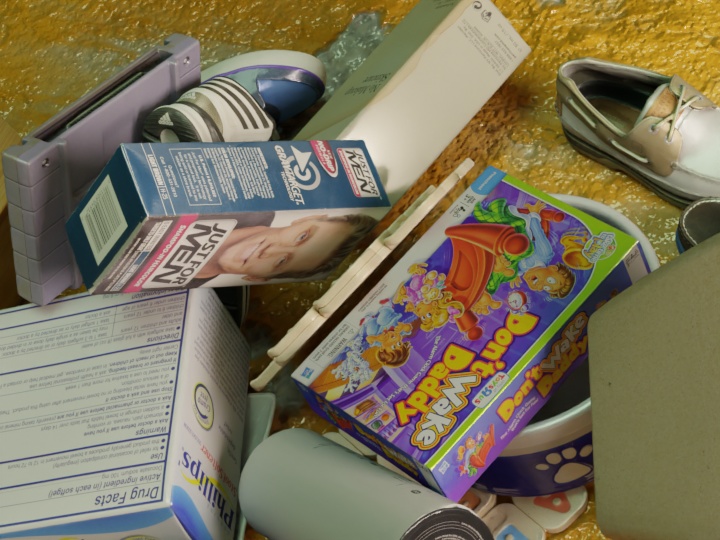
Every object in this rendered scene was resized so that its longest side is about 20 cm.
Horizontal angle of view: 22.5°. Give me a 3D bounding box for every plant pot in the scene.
[{"bbox_3d":[0.243,0.085,1.051,0.177,0.200,0.200,-14,69,40],"label":"plant pot"}]

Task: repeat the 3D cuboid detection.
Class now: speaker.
[{"bbox_3d":[0.000,0.159,1.140,0.081,0.081,0.200,-47,29,-14],"label":"speaker"}]

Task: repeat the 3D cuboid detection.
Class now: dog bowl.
[{"bbox_3d":[0.114,0.049,1.217,0.200,0.079,0.200,-13,48,15],"label":"dog bowl"}]

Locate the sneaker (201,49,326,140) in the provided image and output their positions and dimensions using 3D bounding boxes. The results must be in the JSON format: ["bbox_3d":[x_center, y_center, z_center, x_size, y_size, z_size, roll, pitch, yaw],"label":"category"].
[{"bbox_3d":[-0.117,-0.087,1.467,0.200,0.081,0.147,-13,60,9],"label":"sneaker"}]

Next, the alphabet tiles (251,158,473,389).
[{"bbox_3d":[0.000,0.000,1.267,0.196,0.015,0.200,-47,-1,25],"label":"alphabet tiles"}]

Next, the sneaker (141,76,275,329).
[{"bbox_3d":[-0.095,-0.052,1.367,0.076,0.201,0.115,13,35,30],"label":"sneaker"}]

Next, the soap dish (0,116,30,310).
[{"bbox_3d":[-0.311,-0.005,1.443,0.081,0.157,0.200,19,63,17],"label":"soap dish"}]

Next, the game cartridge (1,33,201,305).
[{"bbox_3d":[-0.180,-0.074,1.318,0.038,0.130,0.200,17,40,27],"label":"game cartridge"}]

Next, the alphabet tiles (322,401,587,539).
[{"bbox_3d":[0.051,0.141,1.236,0.200,0.015,0.196,-42,48,-11],"label":"alphabet tiles"}]

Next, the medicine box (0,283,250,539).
[{"bbox_3d":[-0.184,0.119,1.270,0.182,0.103,0.200,-11,50,17],"label":"medicine box"}]

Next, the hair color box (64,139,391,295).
[{"bbox_3d":[-0.089,-0.037,1.239,0.100,0.200,0.061,-47,58,44],"label":"hair color box"}]

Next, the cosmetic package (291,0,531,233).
[{"bbox_3d":[0.028,-0.122,1.395,0.200,0.073,0.103,-48,18,-17],"label":"cosmetic package"}]

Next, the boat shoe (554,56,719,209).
[{"bbox_3d":[0.221,-0.100,1.309,0.200,0.068,0.075,22,66,37],"label":"boat shoe"}]

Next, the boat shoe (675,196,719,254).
[{"bbox_3d":[0.289,-0.010,1.201,0.200,0.072,0.072,29,70,39],"label":"boat shoe"}]

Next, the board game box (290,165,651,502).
[{"bbox_3d":[0.072,0.037,1.161,0.134,0.045,0.200,30,70,40],"label":"board game box"}]

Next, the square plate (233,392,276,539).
[{"bbox_3d":[-0.162,0.183,1.297,0.198,0.028,0.200,-5,52,22],"label":"square plate"}]
